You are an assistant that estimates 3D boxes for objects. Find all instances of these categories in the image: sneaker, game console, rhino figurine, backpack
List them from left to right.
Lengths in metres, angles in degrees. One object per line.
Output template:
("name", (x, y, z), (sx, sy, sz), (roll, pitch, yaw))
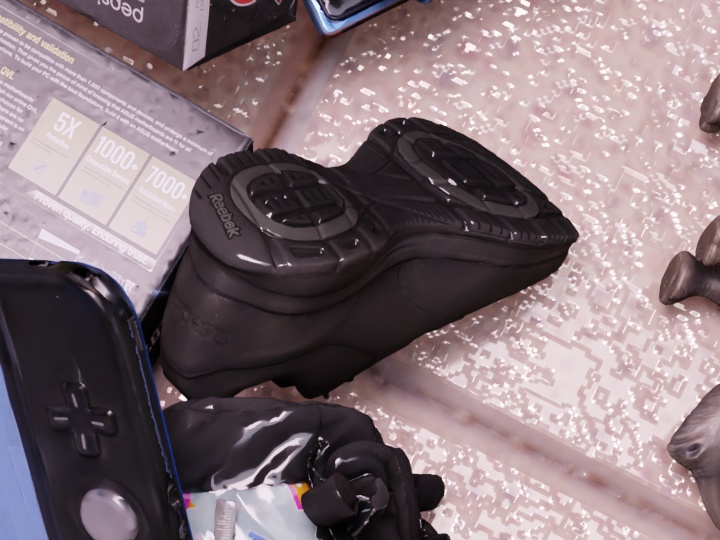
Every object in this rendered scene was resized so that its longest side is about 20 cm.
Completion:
("game console", (-0.161, 0.096, 0.691), (0.199, 0.118, 0.172), (1, 116, 28))
("backpack", (-0.037, 0.153, 0.783), (0.126, 0.167, 0.201), (0, 78, 17))
("sneaker", (0.000, 0.000, 0.831), (0.199, 0.091, 0.076), (-7, 44, -45))
("rhino figurine", (0.165, 0.005, 0.871), (0.087, 0.060, 0.201), (17, 78, -10))

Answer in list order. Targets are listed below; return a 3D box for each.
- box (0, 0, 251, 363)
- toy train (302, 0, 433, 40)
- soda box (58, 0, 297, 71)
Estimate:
("box", (-0.165, -0.020, 0.834), (0.199, 0.086, 0.164), (30, 77, 4))
("toy train", (0.051, -0.158, 0.877), (0.199, 0.114, 0.087), (-28, 86, -10))
("soda box", (-0.113, -0.151, 0.840), (0.199, 0.071, 0.063), (30, 40, 29))
